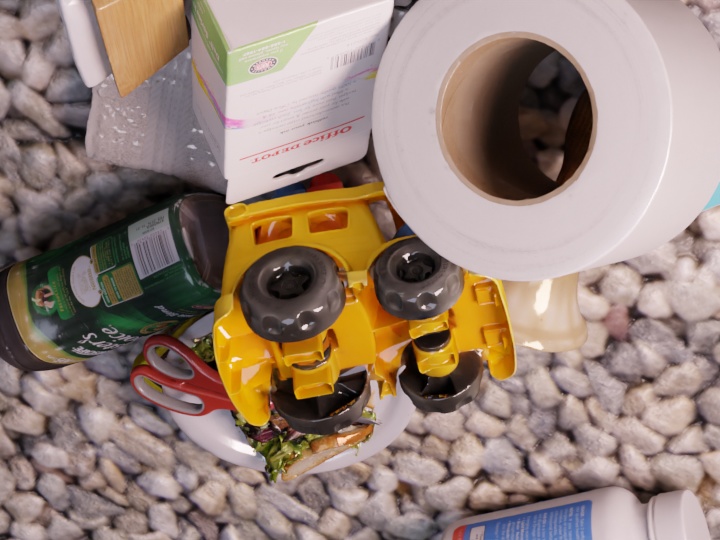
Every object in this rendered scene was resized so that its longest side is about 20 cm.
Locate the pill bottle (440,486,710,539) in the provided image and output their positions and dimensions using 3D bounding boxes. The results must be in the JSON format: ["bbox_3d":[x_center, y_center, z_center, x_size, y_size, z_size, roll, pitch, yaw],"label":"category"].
[{"bbox_3d":[0.173,0.234,1.558,0.200,0.112,0.112,-15,121,22],"label":"pill bottle"}]

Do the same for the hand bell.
[{"bbox_3d":[0.143,-0.053,1.391,0.104,0.104,0.200,17,115,-1],"label":"hand bell"}]

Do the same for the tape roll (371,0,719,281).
[{"bbox_3d":[0.125,-0.098,1.263,0.203,0.139,0.203,2,95,25],"label":"tape roll"}]

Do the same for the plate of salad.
[{"bbox_3d":[-0.055,0.098,1.518,0.200,0.048,0.200,1,133,1],"label":"plate of salad"}]

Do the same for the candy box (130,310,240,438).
[{"bbox_3d":[-0.081,0.050,1.532,0.102,0.026,0.200,36,124,-19],"label":"candy box"}]

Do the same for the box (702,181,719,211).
[{"bbox_3d":[0.285,-0.105,1.314,0.200,0.082,0.049,-23,117,24],"label":"box"}]

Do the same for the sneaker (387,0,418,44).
[{"bbox_3d":[0.045,-0.190,1.307,0.090,0.066,0.200,-19,143,-13],"label":"sneaker"}]

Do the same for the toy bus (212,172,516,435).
[{"bbox_3d":[0.000,0.000,1.380,0.200,0.192,0.136,-9,136,6],"label":"toy bus"}]

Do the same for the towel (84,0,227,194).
[{"bbox_3d":[-0.120,-0.144,1.396,0.132,0.034,0.200,15,127,1],"label":"towel"}]

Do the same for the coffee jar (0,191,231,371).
[{"bbox_3d":[-0.183,0.012,1.472,0.200,0.104,0.085,-21,81,27],"label":"coffee jar"}]

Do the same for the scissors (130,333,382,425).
[{"bbox_3d":[-0.081,0.101,1.485,0.200,0.014,0.073,19,132,8],"label":"scissors"}]

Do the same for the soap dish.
[{"bbox_3d":[-0.165,-0.212,1.243,0.081,0.200,0.157,-18,82,-5],"label":"soap dish"}]

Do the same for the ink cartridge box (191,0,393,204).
[{"bbox_3d":[-0.050,-0.132,1.309,0.117,0.067,0.200,-20,156,-15],"label":"ink cartridge box"}]
